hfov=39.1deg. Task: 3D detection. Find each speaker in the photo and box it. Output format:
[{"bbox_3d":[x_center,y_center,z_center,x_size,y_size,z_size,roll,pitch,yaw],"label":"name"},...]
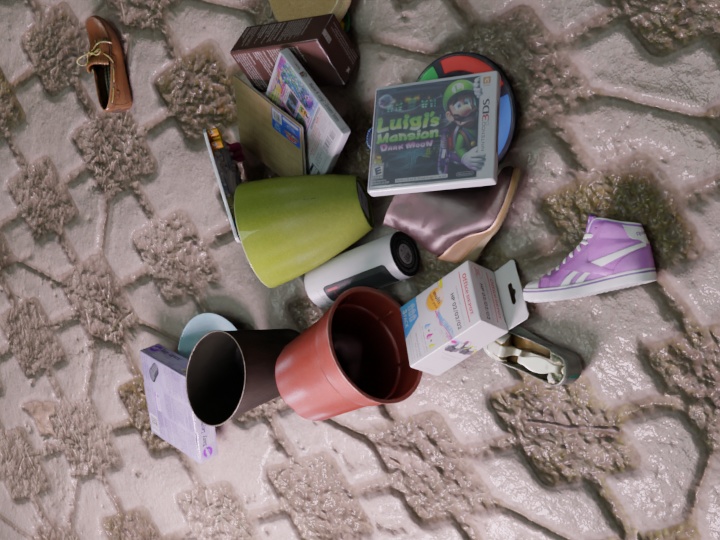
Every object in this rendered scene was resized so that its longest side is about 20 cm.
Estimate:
[{"bbox_3d":[0.000,0.000,1.721,0.200,0.081,0.082,-20,84,37],"label":"speaker"}]

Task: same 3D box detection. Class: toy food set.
[{"bbox_3d":[-0.085,-0.493,1.734,0.200,0.049,0.199,26,112,31],"label":"toy food set"}]

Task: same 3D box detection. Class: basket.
[{"bbox_3d":[-0.191,0.176,1.814,0.136,0.200,0.181,37,116,28],"label":"basket"}]

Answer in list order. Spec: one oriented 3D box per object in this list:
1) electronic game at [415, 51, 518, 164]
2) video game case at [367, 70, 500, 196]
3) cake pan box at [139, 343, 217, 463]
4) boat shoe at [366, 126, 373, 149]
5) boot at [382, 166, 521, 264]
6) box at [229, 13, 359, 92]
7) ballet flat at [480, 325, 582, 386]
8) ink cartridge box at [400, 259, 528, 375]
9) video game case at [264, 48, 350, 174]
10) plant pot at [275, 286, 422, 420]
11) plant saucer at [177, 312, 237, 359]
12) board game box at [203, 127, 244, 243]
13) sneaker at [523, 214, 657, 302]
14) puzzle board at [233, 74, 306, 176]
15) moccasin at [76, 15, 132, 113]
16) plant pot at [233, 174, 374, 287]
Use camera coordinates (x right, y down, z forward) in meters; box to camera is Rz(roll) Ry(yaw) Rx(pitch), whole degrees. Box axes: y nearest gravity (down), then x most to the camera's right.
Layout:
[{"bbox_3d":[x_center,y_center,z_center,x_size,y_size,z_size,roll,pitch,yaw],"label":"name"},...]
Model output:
[{"bbox_3d":[0.157,-0.241,1.591,0.199,0.042,0.201,6,100,37],"label":"electronic game"},{"bbox_3d":[0.111,-0.206,1.531,0.199,0.023,0.183,-4,68,23],"label":"video game case"},{"bbox_3d":[-0.360,0.265,2.009,0.184,0.052,0.201,19,120,47],"label":"cake pan box"},{"bbox_3d":[0.082,-0.202,1.593,0.200,0.069,0.085,9,109,40],"label":"boat shoe"},{"bbox_3d":[0.140,-0.107,1.569,0.166,0.072,0.200,28,124,-1],"label":"boot"},{"bbox_3d":[-0.113,-0.369,1.731,0.199,0.075,0.100,4,144,37],"label":"box"},{"bbox_3d":[0.244,0.123,1.564,0.200,0.064,0.068,20,108,34],"label":"ballet flat"},{"bbox_3d":[0.159,0.066,1.591,0.200,0.068,0.115,-37,47,34],"label":"ink cartridge box"},{"bbox_3d":[-0.099,-0.251,1.729,0.182,0.024,0.200,54,153,12],"label":"video game case"},{"bbox_3d":[-0.032,0.156,1.709,0.195,0.200,0.201,-31,78,44],"label":"plant pot"},{"bbox_3d":[-0.275,0.179,1.980,0.200,0.039,0.202,7,102,37],"label":"plant saucer"},{"bbox_3d":[-0.217,-0.145,1.801,0.026,0.200,0.201,-18,87,5],"label":"board game box"},{"bbox_3d":[0.326,-0.019,1.484,0.200,0.073,0.115,-15,84,27],"label":"sneaker"},{"bbox_3d":[-0.157,-0.241,1.795,0.200,0.017,0.151,40,147,33],"label":"puzzle board"},{"bbox_3d":[-0.525,-0.418,2.058,0.073,0.078,0.202,-9,91,37],"label":"moccasin"},{"bbox_3d":[-0.084,-0.087,1.716,0.199,0.187,0.188,-16,86,14],"label":"plant pot"}]
